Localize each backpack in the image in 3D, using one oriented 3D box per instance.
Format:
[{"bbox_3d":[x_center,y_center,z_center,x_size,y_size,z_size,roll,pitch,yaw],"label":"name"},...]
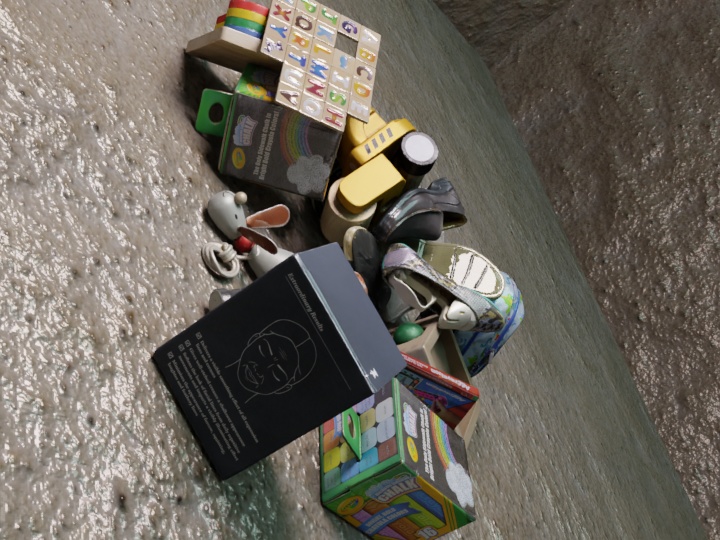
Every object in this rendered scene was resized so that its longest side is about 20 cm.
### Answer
[{"bbox_3d":[0.166,0.079,1.334,0.151,0.202,0.164,14,32,-6],"label":"backpack"}]

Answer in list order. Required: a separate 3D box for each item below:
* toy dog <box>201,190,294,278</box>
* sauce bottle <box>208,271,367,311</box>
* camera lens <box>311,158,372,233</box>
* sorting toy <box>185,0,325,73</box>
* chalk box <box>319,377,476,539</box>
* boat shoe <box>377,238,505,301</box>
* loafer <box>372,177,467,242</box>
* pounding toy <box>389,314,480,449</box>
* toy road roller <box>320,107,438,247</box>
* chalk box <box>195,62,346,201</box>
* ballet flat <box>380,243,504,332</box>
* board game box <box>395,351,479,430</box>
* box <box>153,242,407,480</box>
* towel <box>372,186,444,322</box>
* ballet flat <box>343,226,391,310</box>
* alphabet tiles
[{"bbox_3d":[-0.103,-0.024,1.079,0.200,0.096,0.133,42,27,-35],"label":"toy dog"},{"bbox_3d":[-0.085,0.037,1.007,0.197,0.066,0.067,-6,63,-35],"label":"sauce bottle"},{"bbox_3d":[0.009,-0.148,1.394,0.161,0.159,0.201,52,23,-14],"label":"camera lens"},{"bbox_3d":[-0.129,-0.323,1.215,0.197,0.071,0.198,15,2,-27],"label":"sorting toy"},{"bbox_3d":[0.029,0.227,1.007,0.200,0.123,0.126,43,27,-31],"label":"chalk box"},{"bbox_3d":[0.117,0.003,1.246,0.069,0.197,0.075,91,23,-58],"label":"boat shoe"},{"bbox_3d":[0.092,-0.076,1.211,0.073,0.073,0.199,49,42,10],"label":"loafer"},{"bbox_3d":[0.066,0.150,1.203,0.203,0.140,0.184,68,20,-7],"label":"pounding toy"},{"bbox_3d":[0.003,-0.146,1.209,0.199,0.123,0.146,-38,78,-25],"label":"toy road roller"},{"bbox_3d":[-0.126,-0.200,1.171,0.197,0.126,0.124,16,30,-6],"label":"chalk box"},{"bbox_3d":[0.109,0.043,1.175,0.199,0.072,0.072,34,25,-3],"label":"ballet flat"},{"bbox_3d":[0.040,0.149,1.059,0.198,0.104,0.020,26,31,-12],"label":"board game box"},{"bbox_3d":[-0.080,0.089,0.846,0.150,0.198,0.107,59,23,4],"label":"box"},{"bbox_3d":[0.078,-0.022,1.337,0.034,0.131,0.203,29,-45,44],"label":"towel"},{"bbox_3d":[0.000,0.000,1.194,0.056,0.067,0.201,23,-22,22],"label":"ballet flat"},{"bbox_3d":[-0.054,-0.280,1.125,0.165,0.008,0.203,22,55,-21],"label":"alphabet tiles"}]
